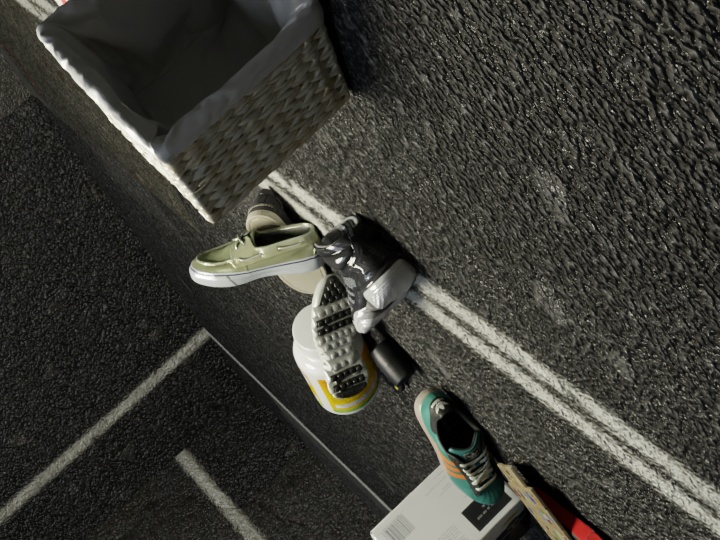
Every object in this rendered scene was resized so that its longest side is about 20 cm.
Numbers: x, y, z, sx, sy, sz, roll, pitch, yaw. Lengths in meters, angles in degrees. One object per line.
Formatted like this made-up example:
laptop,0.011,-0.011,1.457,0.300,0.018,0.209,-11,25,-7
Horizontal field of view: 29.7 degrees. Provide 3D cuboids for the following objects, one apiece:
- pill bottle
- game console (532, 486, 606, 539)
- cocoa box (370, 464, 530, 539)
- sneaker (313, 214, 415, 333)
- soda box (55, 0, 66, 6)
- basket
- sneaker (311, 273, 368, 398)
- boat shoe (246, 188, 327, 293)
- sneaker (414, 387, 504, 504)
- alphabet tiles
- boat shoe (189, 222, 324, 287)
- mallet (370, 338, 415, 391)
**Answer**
pill bottle,-0.041,0.133,2.101,0.111,0.111,0.201,42,167,31
game console,0.314,0.387,1.800,0.201,0.031,0.177,57,173,-29
cocoa box,0.137,0.388,2.025,0.133,0.200,0.132,41,168,29
sneaker,0.000,0.000,1.612,0.114,0.075,0.200,48,163,7
soda box,-0.344,-0.350,1.799,0.200,0.064,0.068,40,166,40
basket,-0.144,-0.190,1.234,0.198,0.200,0.161,43,173,26
sneaker,-0.039,0.084,1.921,0.081,0.074,0.202,-123,22,-51
boat shoe,-0.098,-0.041,1.941,0.200,0.072,0.063,53,-148,-45
sneaker,0.146,0.255,1.886,0.201,0.071,0.080,55,172,-20
alphabet tiles,0.253,0.339,1.810,0.201,0.006,0.166,52,174,3
boat shoe,-0.144,-0.027,1.868,0.072,0.197,0.063,-84,-19,-55
mallet,0.059,0.159,2.006,0.066,0.041,0.200,48,173,22
